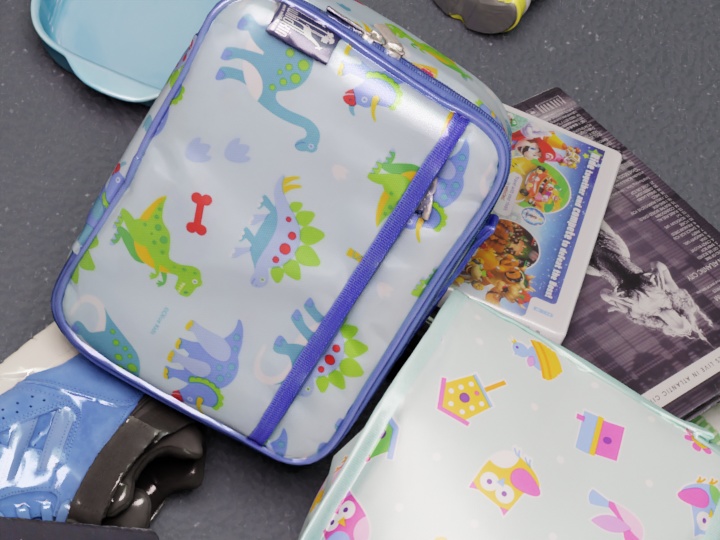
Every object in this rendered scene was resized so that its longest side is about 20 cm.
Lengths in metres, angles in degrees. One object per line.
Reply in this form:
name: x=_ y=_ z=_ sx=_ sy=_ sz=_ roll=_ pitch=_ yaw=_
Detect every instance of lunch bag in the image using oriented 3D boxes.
lunch bag: x=0.062 y=0.128 z=0.956 sx=0.170 sy=0.122 sz=0.200 roll=31 pitch=77 yaw=6
lunch bag: x=-0.031 y=-0.023 z=0.955 sx=0.160 sy=0.200 sz=0.082 roll=33 pitch=17 yaw=-5

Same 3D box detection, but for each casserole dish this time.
casserole dish: x=-0.099 y=-0.163 z=1.136 sx=0.121 sy=0.039 sz=0.201 roll=22 pitch=61 yaw=0

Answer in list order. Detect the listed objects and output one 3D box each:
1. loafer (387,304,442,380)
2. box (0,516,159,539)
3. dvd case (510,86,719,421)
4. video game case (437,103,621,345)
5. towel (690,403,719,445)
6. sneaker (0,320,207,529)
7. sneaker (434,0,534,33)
loafer: x=0.000 y=0.000 z=1.052 sx=0.200 sy=0.068 sz=0.071 roll=27 pitch=62 yaw=4
box: x=-0.151 y=0.207 z=0.828 sx=0.117 sy=0.200 sz=0.197 roll=-32 pitch=65 yaw=23
dvd case: x=0.119 y=-0.007 z=1.074 sx=0.148 sy=0.016 sz=0.200 roll=-26 pitch=60 yaw=-39
video game case: x=0.023 y=-0.048 z=1.050 sx=0.199 sy=0.018 sz=0.143 roll=23 pitch=45 yaw=1
towel: x=0.205 y=0.098 z=1.070 sx=0.153 sy=0.023 sz=0.200 roll=44 pitch=63 yaw=11
sneaker: x=-0.155 y=0.111 z=0.956 sx=0.111 sy=0.077 sz=0.200 roll=38 pitch=55 yaw=20
sneaker: x=0.040 y=-0.222 z=1.185 sx=0.085 sy=0.074 sz=0.200 roll=-35 pitch=83 yaw=-31
